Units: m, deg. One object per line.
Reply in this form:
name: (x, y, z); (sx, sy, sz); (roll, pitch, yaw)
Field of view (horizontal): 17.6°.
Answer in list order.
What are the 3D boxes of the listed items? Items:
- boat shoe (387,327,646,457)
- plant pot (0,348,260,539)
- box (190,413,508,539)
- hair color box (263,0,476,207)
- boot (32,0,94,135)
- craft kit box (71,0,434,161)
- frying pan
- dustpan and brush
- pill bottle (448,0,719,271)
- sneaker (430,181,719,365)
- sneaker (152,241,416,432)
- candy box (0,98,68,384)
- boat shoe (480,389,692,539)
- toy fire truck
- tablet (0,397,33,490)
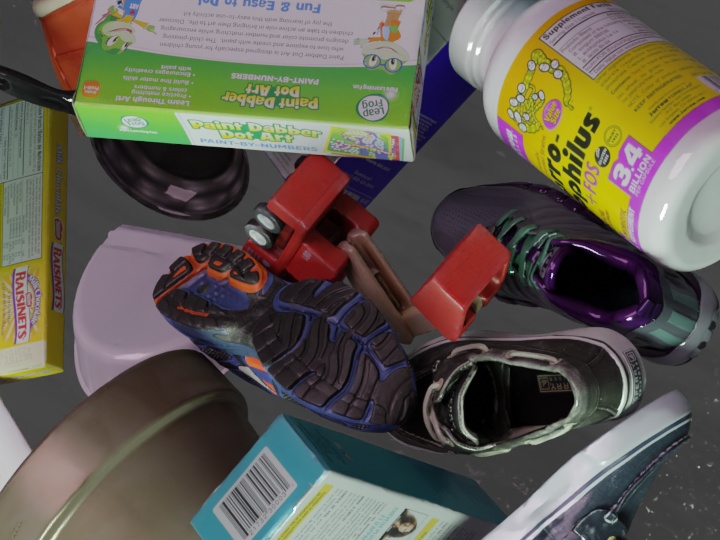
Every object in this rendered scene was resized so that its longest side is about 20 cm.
boat shoe: (0.068, 0.070, 1.321); (0.200, 0.063, 0.071); (-15, 91, 48)
plant pot: (-0.102, 0.176, 1.373); (0.173, 0.200, 0.200); (41, 100, 20)
box: (0.001, 0.142, 1.289); (0.082, 0.200, 0.049); (-50, 55, 11)
hair color box: (0.018, -0.141, 1.451); (0.200, 0.065, 0.109); (-47, 55, 16)
boot: (-0.128, -0.170, 1.526); (0.199, 0.075, 0.108); (-19, 100, 27)
craft kit box: (-0.054, -0.166, 1.374); (0.199, 0.049, 0.198); (5, 63, 8)
frying pan: (-0.157, -0.087, 1.523); (0.189, 0.115, 0.031); (9, 43, 21)
dustpan and brush: (-0.145, 0.063, 1.474); (0.139, 0.057, 0.200); (11, 45, 27)
pill bottle: (0.140, -0.092, 1.327); (0.200, 0.104, 0.104); (41, 100, 36)
sneaker: (0.109, -0.012, 1.334); (0.199, 0.087, 0.075); (23, 89, 36)
sneaker: (-0.034, 0.045, 1.378); (0.200, 0.078, 0.075); (30, 75, 42)
candy box: (-0.248, -0.020, 1.617); (0.102, 0.026, 0.201); (-12, 70, 30)
boat shoe: (0.125, 0.160, 1.291); (0.200, 0.071, 0.091); (-42, 79, 6)
toy fire truck: (0.000, 0.000, 1.382); (0.141, 0.200, 0.049); (40, 65, 2)
tablet: (-0.271, 0.148, 1.572); (0.130, 0.014, 0.200); (-48, 60, 20)
